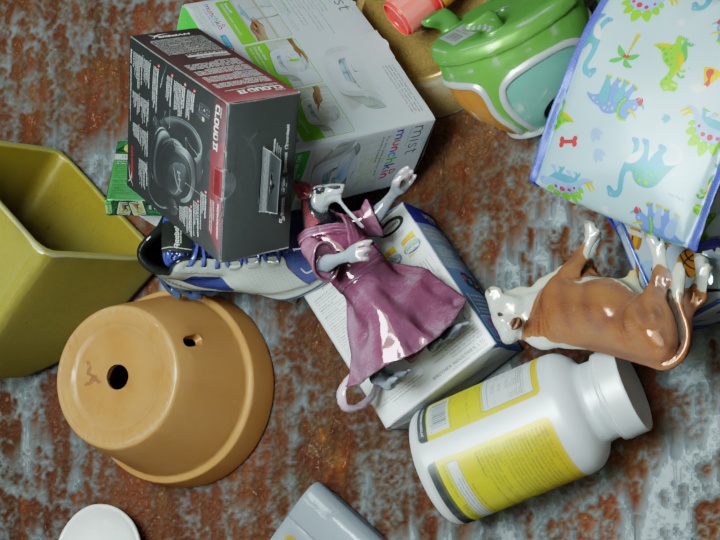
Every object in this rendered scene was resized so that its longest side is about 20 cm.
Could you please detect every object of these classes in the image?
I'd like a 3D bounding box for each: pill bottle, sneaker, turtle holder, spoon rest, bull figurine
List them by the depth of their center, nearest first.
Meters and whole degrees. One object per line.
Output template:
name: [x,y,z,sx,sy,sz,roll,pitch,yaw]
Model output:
bull figurine: [0.204,0.024,1.338,0.199,0.065,0.122,16,81,37]
pill bottle: [0.152,0.142,1.385,0.199,0.112,0.112,-25,72,19]
turtle holder: [0.159,-0.207,1.438,0.141,0.185,0.132,-2,122,51]
sneaker: [-0.127,-0.017,1.458,0.199,0.115,0.081,-7,76,22]
spoon rest: [-0.283,0.335,1.577,0.099,0.061,0.201,21,91,25]

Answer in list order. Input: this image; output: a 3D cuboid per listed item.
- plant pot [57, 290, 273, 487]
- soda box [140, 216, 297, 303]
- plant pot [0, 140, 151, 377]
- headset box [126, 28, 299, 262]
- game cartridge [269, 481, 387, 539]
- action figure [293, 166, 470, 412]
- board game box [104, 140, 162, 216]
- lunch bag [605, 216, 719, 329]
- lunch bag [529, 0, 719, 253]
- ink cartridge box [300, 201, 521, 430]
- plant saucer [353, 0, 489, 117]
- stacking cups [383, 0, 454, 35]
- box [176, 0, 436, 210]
plant pot: [-0.203,0.112,1.535,0.199,0.140,0.201,-4,80,23]
soda box: [-0.140,-0.044,1.571,0.200,0.068,0.064,30,94,25]
plant pot: [-0.367,0.001,1.606,0.195,0.194,0.200,45,109,23]
headset box: [-0.129,-0.110,1.370,0.200,0.077,0.149,35,129,46]
game cartridge: [-0.052,0.321,1.490,0.133,0.041,0.200,39,98,29]
action figure: [0.000,0.000,1.396,0.200,0.134,0.149,50,130,6]
board game box: [-0.145,-0.090,1.532,0.199,0.024,0.105,1,41,-1]
lunch bag: [0.296,-0.057,1.375,0.160,0.075,0.201,-27,71,23]
lunch bag: [0.259,-0.136,1.292,0.170,0.127,0.201,24,107,30]
ink cartridge box: [0.038,0.032,1.474,0.136,0.076,0.200,-39,70,15]
plant saucer: [0.063,-0.251,1.533,0.199,0.035,0.201,-4,79,24]
stacking cups: [0.105,-0.301,1.470,0.200,0.061,0.061,-40,66,-10]
box: [-0.058,-0.168,1.476,0.200,0.176,0.097,56,145,27]
